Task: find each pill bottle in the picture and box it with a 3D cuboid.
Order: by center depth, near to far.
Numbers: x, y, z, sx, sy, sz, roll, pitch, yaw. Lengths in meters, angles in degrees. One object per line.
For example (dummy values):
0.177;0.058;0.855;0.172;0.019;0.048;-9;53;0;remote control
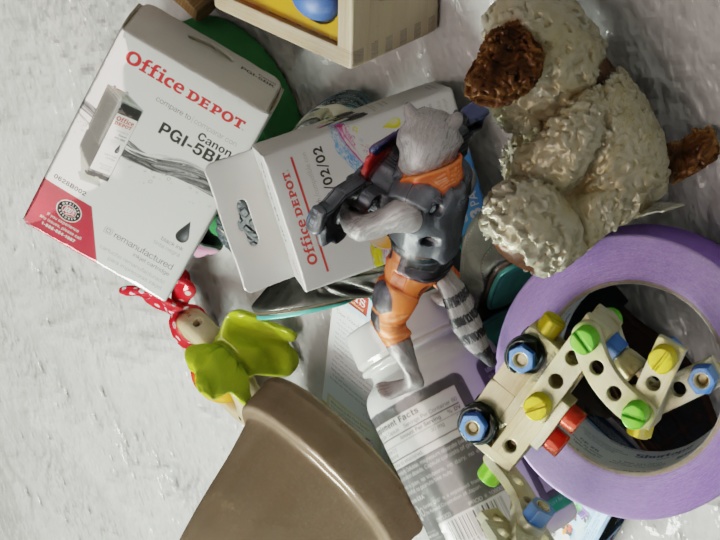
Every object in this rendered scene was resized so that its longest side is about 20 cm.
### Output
0.073;0.121;1.284;0.113;0.112;0.202;-36;77;53;pill bottle

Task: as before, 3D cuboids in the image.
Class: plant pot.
-0.069;0.229;1.550;0.200;0.175;0.201;40;164;14;plant pot

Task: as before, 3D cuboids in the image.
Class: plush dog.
0.142;-0.117;1.166;0.159;0.200;0.173;-26;104;20;plush dog

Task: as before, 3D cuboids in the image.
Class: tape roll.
0.199;0.071;1.201;0.198;0.066;0.203;3;99;20;tape roll
-0.134;-0.130;1.551;0.199;0.048;0.202;28;131;37;tape roll

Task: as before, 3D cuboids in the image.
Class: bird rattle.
-0.153;0.084;1.674;0.199;0.112;0.164;28;148;40;bird rattle

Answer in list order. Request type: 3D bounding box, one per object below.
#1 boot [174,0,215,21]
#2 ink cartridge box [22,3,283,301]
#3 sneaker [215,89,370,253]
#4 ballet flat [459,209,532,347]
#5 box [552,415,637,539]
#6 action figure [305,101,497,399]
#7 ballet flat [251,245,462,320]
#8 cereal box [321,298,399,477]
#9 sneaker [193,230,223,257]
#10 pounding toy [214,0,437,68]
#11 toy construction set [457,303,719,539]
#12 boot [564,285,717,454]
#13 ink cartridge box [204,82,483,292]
-0.167;-0.306;1.437;0.144;0.071;0.201;46;157;3;boot
-0.176;-0.100;1.438;0.146;0.083;0.201;29;113;-6;ink cartridge box
-0.049;-0.077;1.446;0.077;0.087;0.200;40;129;-8;sneaker
0.101;0.013;1.341;0.064;0.067;0.201;60;161;24;ballet flat
0.154;0.186;1.423;0.136;0.038;0.201;43;139;23;box
0.059;-0.035;1.170;0.104;0.200;0.195;22;136;31;action figure
0.000;0.000;1.426;0.198;0.068;0.069;-5;99;16;ballet flat
0.030;0.101;1.513;0.143;0.039;0.202;36;136;31;cereal box
-0.154;-0.105;1.516;0.081;0.070;0.202;9;118;9;sneaker
-0.051;-0.281;1.282;0.183;0.142;0.202;28;132;35;pounding toy
0.141;0.107;1.152;0.131;0.092;0.201;38;99;12;toy construction set
0.201;0.087;1.300;0.201;0.074;0.097;55;162;5;boot
-0.011;-0.060;1.325;0.068;0.198;0.116;-134;25;-75;ink cartridge box
